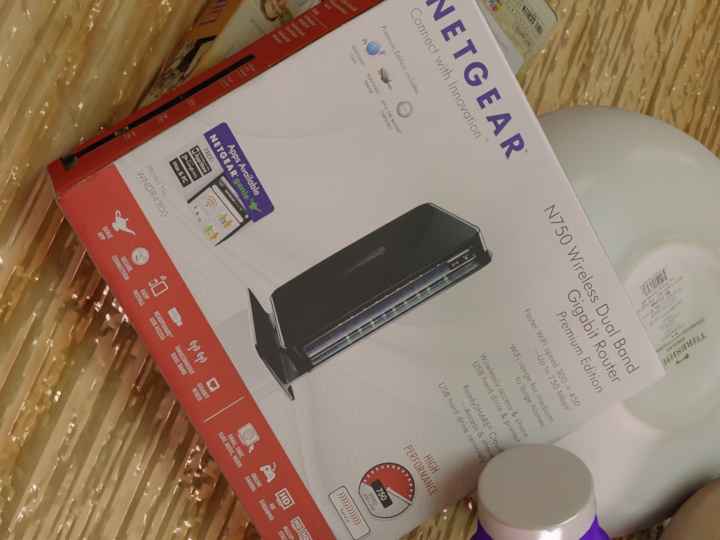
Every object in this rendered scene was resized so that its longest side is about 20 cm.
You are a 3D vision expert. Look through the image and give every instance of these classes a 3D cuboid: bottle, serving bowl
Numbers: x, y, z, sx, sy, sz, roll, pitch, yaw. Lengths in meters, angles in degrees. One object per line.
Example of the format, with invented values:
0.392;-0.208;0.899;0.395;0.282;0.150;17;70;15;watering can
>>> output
0.077;0.159;0.956;0.066;0.083;0.201;-76;164;-47;bottle
0.121;0.026;1.022;0.199;0.066;0.202;-3;95;-34;serving bowl

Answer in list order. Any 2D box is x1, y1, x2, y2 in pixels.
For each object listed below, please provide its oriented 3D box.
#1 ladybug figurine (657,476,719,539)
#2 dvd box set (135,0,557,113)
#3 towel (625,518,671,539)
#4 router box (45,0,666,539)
0.186;0.185;1.034;0.135;0.072;0.202;-9;96;-10;ladybug figurine
0.001;-0.091;0.993;0.146;0.029;0.201;48;56;-29;dvd box set
0.182;0.085;1.140;0.148;0.036;0.201;-13;95;-43;towel
0.000;0.000;0.911;0.179;0.049;0.201;-31;110;-2;router box
